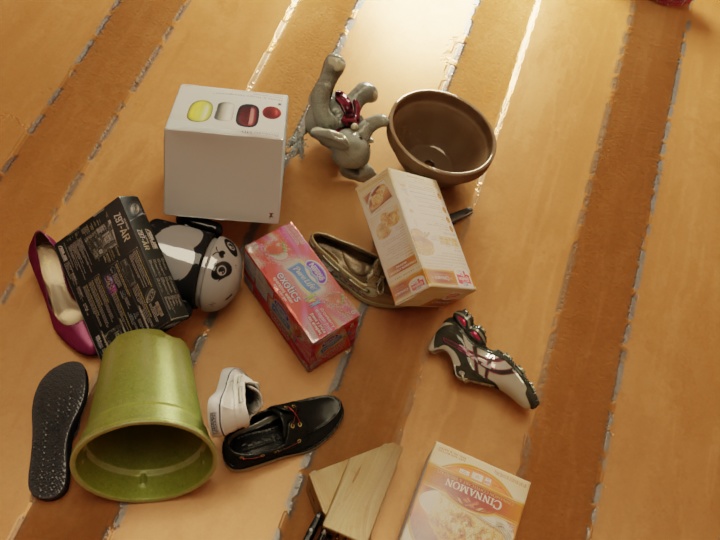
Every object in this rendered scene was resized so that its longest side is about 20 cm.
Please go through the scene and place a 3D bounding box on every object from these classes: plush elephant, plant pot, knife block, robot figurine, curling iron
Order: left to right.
[{"bbox_3d":[-0.303,0.193,1.356,0.196,0.202,0.187,-2,48,-9],"label":"plant pot"},{"bbox_3d":[-0.282,-0.010,1.502,0.196,0.125,0.153,15,97,1],"label":"robot figurine"},{"bbox_3d":[-0.024,-0.246,1.667,0.154,0.165,0.201,39,90,31],"label":"plush elephant"},{"bbox_3d":[-0.003,0.361,1.358,0.197,0.064,0.178,-17,64,-18],"label":"knife block"},{"bbox_3d":[0.109,-0.080,1.659,0.196,0.026,0.050,-17,66,-18],"label":"curling iron"},{"bbox_3d":[0.134,-0.217,1.698,0.197,0.093,0.204,8,54,-11],"label":"plant pot"}]

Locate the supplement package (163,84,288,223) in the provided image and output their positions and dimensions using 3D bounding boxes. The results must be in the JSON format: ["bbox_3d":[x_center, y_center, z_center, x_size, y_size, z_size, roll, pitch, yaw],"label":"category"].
[{"bbox_3d":[-0.217,-0.194,1.568,0.187,0.150,0.201,4,30,-5],"label":"supplement package"}]

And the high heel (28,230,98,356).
[{"bbox_3d":[-0.456,0.036,1.468,0.067,0.097,0.201,-30,67,-23],"label":"high heel"}]

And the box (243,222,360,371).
[{"bbox_3d":[-0.096,0.040,1.514,0.094,0.103,0.201,-29,66,-22],"label":"box"}]

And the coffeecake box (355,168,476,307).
[{"bbox_3d":[0.091,-0.049,1.540,0.152,0.072,0.203,6,61,-55],"label":"coffeecake box"}]

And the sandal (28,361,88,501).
[{"bbox_3d":[-0.441,0.231,1.392,0.074,0.043,0.204,5,68,3],"label":"sandal"}]

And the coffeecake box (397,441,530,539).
[{"bbox_3d":[0.138,0.373,1.365,0.151,0.073,0.202,22,59,4],"label":"coffeecake box"}]

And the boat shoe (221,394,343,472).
[{"bbox_3d":[-0.111,0.235,1.421,0.198,0.064,0.074,-20,61,-20],"label":"boat shoe"}]

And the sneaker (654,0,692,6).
[{"bbox_3d":[0.624,-0.629,2.030,0.197,0.081,0.075,26,57,8],"label":"sneaker"}]

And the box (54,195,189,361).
[{"bbox_3d":[-0.361,0.014,1.436,0.043,0.159,0.203,-11,73,-61],"label":"box"}]

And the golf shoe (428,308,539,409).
[{"bbox_3d":[0.197,0.157,1.516,0.088,0.077,0.200,-43,69,-6],"label":"golf shoe"}]

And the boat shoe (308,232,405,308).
[{"bbox_3d":[0.000,0.000,1.574,0.197,0.063,0.074,22,58,4],"label":"boat shoe"}]

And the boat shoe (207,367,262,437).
[{"bbox_3d":[-0.172,0.183,1.376,0.064,0.200,0.074,-8,95,2],"label":"boat shoe"}]
